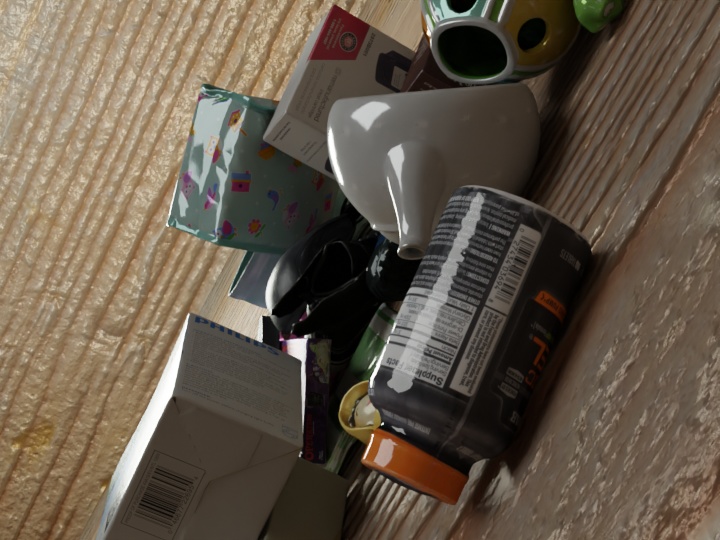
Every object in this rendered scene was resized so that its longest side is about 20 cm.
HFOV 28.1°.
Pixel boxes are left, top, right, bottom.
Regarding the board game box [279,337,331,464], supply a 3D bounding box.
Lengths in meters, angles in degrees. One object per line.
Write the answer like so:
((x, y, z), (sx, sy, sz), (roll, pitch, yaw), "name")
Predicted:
((-0.061, 0.130, 1.463), (0.200, 0.032, 0.121), (159, 118, -78), "board game box")

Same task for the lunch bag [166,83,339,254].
((-0.099, -0.105, 1.614), (0.121, 0.199, 0.172), (19, 97, 43), "lunch bag")

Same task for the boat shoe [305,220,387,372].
((0.000, 0.014, 1.549), (0.201, 0.070, 0.064), (-66, 9, -25), "boat shoe")

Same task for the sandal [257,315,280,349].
((-0.108, 0.140, 1.522), (0.076, 0.042, 0.201), (106, 164, -50), "sandal")

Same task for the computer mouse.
((-0.055, -0.010, 1.542), (0.139, 0.053, 0.200), (-57, 0, 40), "computer mouse")

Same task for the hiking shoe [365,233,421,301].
((0.050, -0.042, 1.379), (0.086, 0.074, 0.201), (-18, 33, 47), "hiking shoe")

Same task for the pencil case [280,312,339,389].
((-0.091, 0.141, 1.622), (0.201, 0.093, 0.091), (-64, 21, 4), "pencil case")

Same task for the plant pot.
((-0.062, -0.030, 1.791), (0.201, 0.133, 0.200), (-62, 7, 13), "plant pot")

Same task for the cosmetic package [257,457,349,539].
((-0.070, 0.267, 1.258), (0.104, 0.073, 0.201), (-58, 11, 31), "cosmetic package")

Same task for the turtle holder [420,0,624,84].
((0.139, -0.224, 1.263), (0.142, 0.184, 0.132), (92, -157, -48), "turtle holder")

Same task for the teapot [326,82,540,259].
((0.065, -0.081, 1.233), (0.197, 0.199, 0.147), (6, 104, 58), "teapot")

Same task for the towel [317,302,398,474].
((-0.006, 0.131, 1.427), (0.201, 0.023, 0.153), (-65, 9, 1), "towel")

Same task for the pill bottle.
((0.071, 0.053, 0.970), (0.201, 0.106, 0.106), (-65, 10, -9), "pill bottle")

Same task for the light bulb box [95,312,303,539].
((-0.144, 0.175, 1.299), (0.199, 0.124, 0.200), (-63, 11, 15), "light bulb box")

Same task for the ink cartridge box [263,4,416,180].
((0.019, -0.161, 1.524), (0.084, 0.199, 0.146), (-37, 28, 63), "ink cartridge box")

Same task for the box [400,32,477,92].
((0.119, -0.239, 1.490), (0.075, 0.100, 0.201), (-47, 20, 59), "box")

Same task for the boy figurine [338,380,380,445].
((0.043, 0.095, 1.140), (0.200, 0.064, 0.125), (-35, 32, 64), "boy figurine")

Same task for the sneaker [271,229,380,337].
((-0.002, -0.002, 1.408), (0.200, 0.060, 0.104), (-43, -20, -14), "sneaker")
